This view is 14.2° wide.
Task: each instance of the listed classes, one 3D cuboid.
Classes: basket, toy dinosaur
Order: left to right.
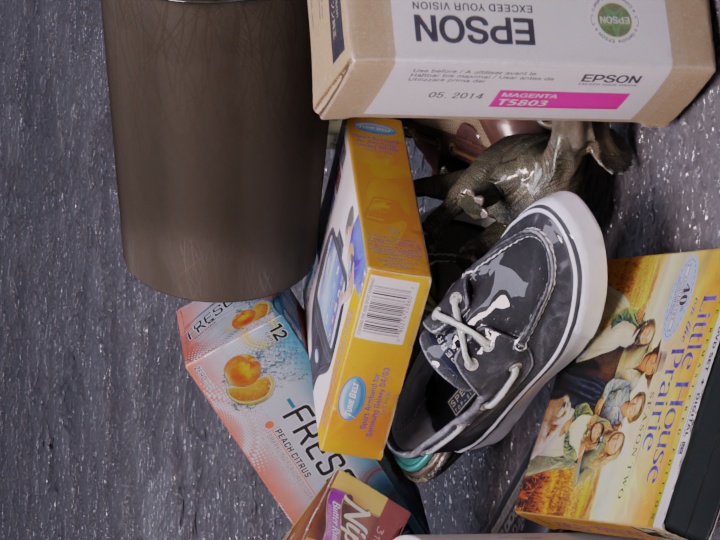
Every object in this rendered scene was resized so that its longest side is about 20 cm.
[{"bbox_3d":[-0.077,-0.096,1.614,0.181,0.135,0.201,-64,-21,-57],"label":"basket"},{"bbox_3d":[0.088,-0.045,1.600,0.077,0.102,0.200,52,156,-5],"label":"toy dinosaur"}]

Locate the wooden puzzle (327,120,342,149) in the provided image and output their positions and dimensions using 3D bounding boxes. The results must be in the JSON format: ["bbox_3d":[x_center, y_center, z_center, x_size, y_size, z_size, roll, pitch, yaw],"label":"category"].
[{"bbox_3d":[0.015,-0.163,1.782,0.201,0.037,0.185,-58,17,-6],"label":"wooden puzzle"}]

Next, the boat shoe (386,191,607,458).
[{"bbox_3d":[0.065,0.035,1.528,0.072,0.068,0.200,59,144,21],"label":"boat shoe"}]

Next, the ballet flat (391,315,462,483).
[{"bbox_3d":[0.045,0.064,1.781,0.068,0.075,0.200,-47,36,20],"label":"ballet flat"}]

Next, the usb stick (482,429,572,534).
[{"bbox_3d":[0.103,0.137,1.653,0.200,0.032,0.056,114,145,-51],"label":"usb stick"}]

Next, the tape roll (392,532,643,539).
[{"bbox_3d":[0.087,0.239,1.522,0.203,0.138,0.204,180,90,-73],"label":"tape roll"}]

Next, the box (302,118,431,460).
[{"bbox_3d":[0.000,0.000,1.617,0.200,0.041,0.120,-102,23,-58],"label":"box"}]

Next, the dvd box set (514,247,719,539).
[{"bbox_3d":[0.145,0.063,1.454,0.147,0.029,0.200,-71,16,-7],"label":"dvd box set"}]

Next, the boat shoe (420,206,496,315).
[{"bbox_3d":[0.044,0.000,1.715,0.201,0.072,0.061,5,66,56],"label":"boat shoe"}]

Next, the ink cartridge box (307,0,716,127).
[{"bbox_3d":[0.073,-0.164,1.485,0.075,0.199,0.166,129,138,-64],"label":"ink cartridge box"}]

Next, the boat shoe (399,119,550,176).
[{"bbox_3d":[0.061,-0.078,1.740,0.200,0.072,0.073,-173,85,-66],"label":"boat shoe"}]

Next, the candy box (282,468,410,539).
[{"bbox_3d":[-0.048,0.215,1.689,0.200,0.056,0.117,-53,7,49],"label":"candy box"}]

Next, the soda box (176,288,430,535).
[{"bbox_3d":[-0.032,0.094,1.710,0.200,0.068,0.064,58,-171,-32],"label":"soda box"}]
